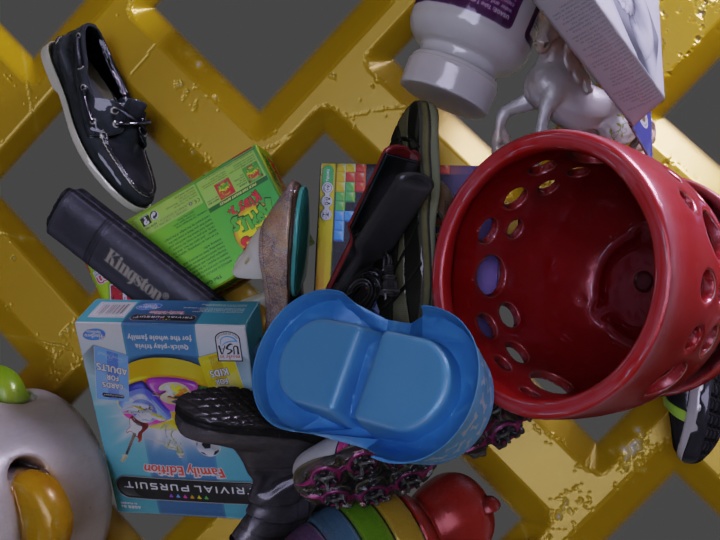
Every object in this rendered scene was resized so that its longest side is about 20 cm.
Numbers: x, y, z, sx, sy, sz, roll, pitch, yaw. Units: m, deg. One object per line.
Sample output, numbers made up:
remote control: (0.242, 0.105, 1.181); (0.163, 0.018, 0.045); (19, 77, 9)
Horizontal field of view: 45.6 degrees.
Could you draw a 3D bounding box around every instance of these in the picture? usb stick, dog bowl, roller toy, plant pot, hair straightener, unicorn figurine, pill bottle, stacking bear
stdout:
usb stick: (-0.203, -0.002, 0.782); (0.200, 0.033, 0.056); (37, 97, 10)
dog bowl: (0.009, 0.080, 0.629); (0.199, 0.050, 0.112); (8, 72, 38)
roller toy: (-0.325, 0.206, 0.757); (0.200, 0.139, 0.183); (39, 115, 23)
plant pot: (0.182, 0.010, 0.647); (0.200, 0.182, 0.202); (-8, 79, 44)
hair straightener: (0.000, 0.000, 0.690); (0.200, 0.041, 0.077); (-57, 35, 28)
unicorn figurine: (0.177, -0.140, 0.732); (0.199, 0.074, 0.138); (25, 94, -34)
pill bottle: (0.109, -0.241, 0.750); (0.112, 0.112, 0.201); (23, 90, 11)
stacking bear: (0.024, 0.235, 0.711); (0.199, 0.121, 0.114); (-21, 86, -22)

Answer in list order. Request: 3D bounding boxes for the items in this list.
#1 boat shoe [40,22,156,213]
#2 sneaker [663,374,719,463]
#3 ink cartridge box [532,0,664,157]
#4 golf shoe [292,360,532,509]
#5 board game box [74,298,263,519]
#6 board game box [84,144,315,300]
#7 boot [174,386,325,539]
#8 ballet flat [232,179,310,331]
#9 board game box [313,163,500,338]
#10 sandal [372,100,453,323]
boat shoe: (-0.238, -0.153, 0.827); (0.066, 0.074, 0.200); (-33, 71, 18)
sneaker: (0.268, 0.061, 0.735); (0.082, 0.072, 0.201); (0, 86, 39)
ink cartridge box: (0.195, -0.219, 0.661); (0.040, 0.200, 0.200); (-19, 45, 37)
golf shoe: (0.035, 0.124, 0.695); (0.199, 0.073, 0.092); (-22, 42, -6)
board game box: (-0.155, 0.125, 0.760); (0.150, 0.047, 0.201); (0, 114, 10)
board game box: (-0.156, -0.023, 0.816); (0.199, 0.048, 0.102); (-29, 82, 7)
boot: (-0.080, 0.173, 0.705); (0.070, 0.199, 0.132); (31, 100, 49)
ballet flat: (-0.078, 0.018, 0.757); (0.067, 0.068, 0.201); (2, 110, 7)
board game box: (0.043, 0.006, 0.774); (0.164, 0.057, 0.201); (1, 86, 11)
sandal: (0.055, -0.043, 0.713); (0.057, 0.080, 0.202); (12, 79, -26)
